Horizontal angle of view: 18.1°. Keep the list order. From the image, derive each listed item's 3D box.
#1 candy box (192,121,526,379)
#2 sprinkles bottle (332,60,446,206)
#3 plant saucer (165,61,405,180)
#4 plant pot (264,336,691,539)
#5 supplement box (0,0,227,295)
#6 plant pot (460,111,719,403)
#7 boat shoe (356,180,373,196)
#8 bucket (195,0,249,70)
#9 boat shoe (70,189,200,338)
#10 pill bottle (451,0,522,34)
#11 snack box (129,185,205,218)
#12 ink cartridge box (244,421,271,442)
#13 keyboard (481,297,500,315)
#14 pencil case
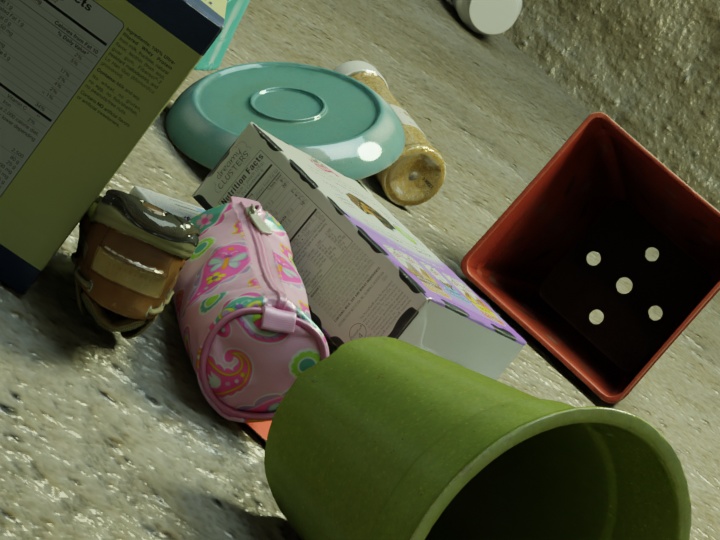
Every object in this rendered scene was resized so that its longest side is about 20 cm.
[{"bbox_3d":[0.000,0.000,1.594,0.200,0.072,0.168,44,10,29],"label":"candy box"},{"bbox_3d":[0.021,-0.139,2.272,0.068,0.068,0.200,30,16,-33],"label":"sprinkles bottle"},{"bbox_3d":[-0.060,-0.127,1.863,0.198,0.028,0.201,5,29,-3],"label":"plant saucer"},{"bbox_3d":[0.045,0.128,1.235,0.199,0.201,0.190,27,5,-40],"label":"plant pot"},{"bbox_3d":[-0.190,-0.128,1.366,0.134,0.200,0.200,36,13,-12],"label":"supplement box"},{"bbox_3d":[0.243,0.002,2.169,0.200,0.200,0.176,42,1,16],"label":"plant pot"},{"bbox_3d":[-0.043,-0.068,1.889,0.201,0.070,0.072,45,-10,43],"label":"boat shoe"},{"bbox_3d":[-0.179,-0.263,1.901,0.206,0.136,0.207,19,14,-5],"label":"bucket"},{"bbox_3d":[-0.144,-0.001,1.353,0.075,0.074,0.200,23,-5,-4],"label":"boat shoe"},{"bbox_3d":[0.208,-0.454,3.741,0.112,0.112,0.200,35,13,-16],"label":"pill bottle"},{"bbox_3d":[-0.090,-0.012,1.637,0.072,0.024,0.200,45,15,31],"label":"snack box"},{"bbox_3d":[0.033,0.120,1.425,0.200,0.057,0.162,45,22,10],"label":"ink cartridge box"},{"bbox_3d":[0.052,0.006,1.974,0.199,0.021,0.127,31,15,-26],"label":"keyboard"},{"bbox_3d":[-0.073,0.021,1.432,0.087,0.088,0.200,34,13,-20],"label":"pencil case"}]
